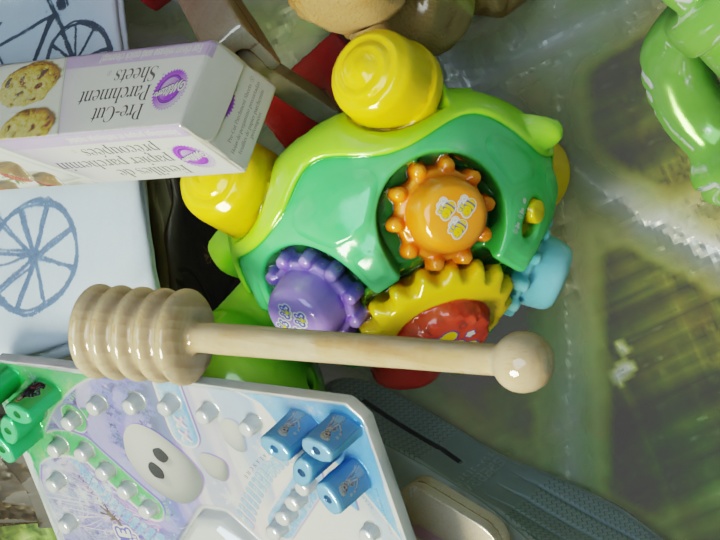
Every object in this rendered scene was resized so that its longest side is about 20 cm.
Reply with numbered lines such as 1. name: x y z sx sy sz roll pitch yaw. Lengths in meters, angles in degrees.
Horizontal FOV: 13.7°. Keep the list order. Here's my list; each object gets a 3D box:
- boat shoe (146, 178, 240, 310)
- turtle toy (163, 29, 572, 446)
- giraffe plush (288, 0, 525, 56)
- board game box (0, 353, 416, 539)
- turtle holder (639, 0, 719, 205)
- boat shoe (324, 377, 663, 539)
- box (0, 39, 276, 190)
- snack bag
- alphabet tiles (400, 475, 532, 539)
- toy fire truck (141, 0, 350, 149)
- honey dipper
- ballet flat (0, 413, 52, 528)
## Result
1. boat shoe: -0.090 0.011 1.271 0.068 0.072 0.200 -7 82 28
2. turtle toy: 0.000 0.000 1.186 0.200 0.146 0.101 -33 59 20
3. giraffe plush: -0.014 -0.197 1.195 0.162 0.173 0.200 19 92 27
4. board game box: -0.053 0.131 1.201 0.200 0.026 0.200 5 125 39
5. turtle holder: 0.184 -0.102 1.131 0.132 0.141 0.186 39 96 -3
6. boat shoe: 0.057 0.118 1.229 0.200 0.074 0.067 34 118 25
7. box: -0.119 -0.059 1.190 0.200 0.039 0.041 -1 62 45
8. snack bag: -0.164 -0.050 1.282 0.188 0.021 0.200 -20 70 34
9. alphabet tiles: 0.036 0.179 1.216 0.196 0.015 0.200 29 128 17
10. toy fire truck: -0.065 -0.113 1.182 0.049 0.200 0.141 -40 79 10
11. honey dipper: -0.018 0.029 1.113 0.200 0.038 0.038 4 94 30
12. ballet flat: -0.186 0.086 1.323 0.200 0.046 0.067 -7 121 25
